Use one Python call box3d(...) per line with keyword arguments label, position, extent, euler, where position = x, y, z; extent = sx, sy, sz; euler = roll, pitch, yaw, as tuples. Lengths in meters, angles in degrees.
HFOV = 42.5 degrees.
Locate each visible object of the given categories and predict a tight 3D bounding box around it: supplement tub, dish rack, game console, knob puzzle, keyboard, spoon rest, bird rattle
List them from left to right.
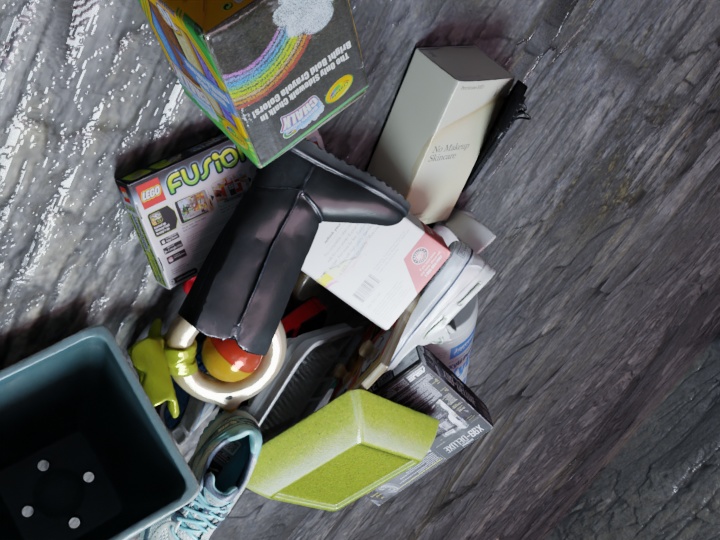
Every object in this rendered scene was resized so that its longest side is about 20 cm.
box3d(label="bird rattle", position=(-0.153, 0.066, 0.989), extent=(0.163, 0.113, 0.200), euler=(40, 88, -29))
box3d(label="game console", position=(-0.122, 0.132, 1.151), extent=(0.177, 0.031, 0.200), euler=(-30, 152, -57))
box3d(label="dish rack", position=(-0.080, 0.135, 1.143), extent=(0.172, 0.044, 0.200), euler=(-57, 166, 14))
box3d(label="knob puzzle", position=(0.011, 0.082, 1.116), extent=(0.220, 0.030, 0.220), euler=(-57, -174, 9))
box3d(label="supplement tub", position=(0.095, 0.095, 1.317), extent=(0.132, 0.132, 0.200), euler=(-31, 149, -21))
box3d(label="spoon rest", position=(0.120, -0.046, 1.194), extent=(0.099, 0.061, 0.200), euler=(-42, -177, -7))
box3d(label="keyboard", position=(0.169, -0.158, 1.088), extent=(0.200, 0.040, 0.104), euler=(118, -4, -76))

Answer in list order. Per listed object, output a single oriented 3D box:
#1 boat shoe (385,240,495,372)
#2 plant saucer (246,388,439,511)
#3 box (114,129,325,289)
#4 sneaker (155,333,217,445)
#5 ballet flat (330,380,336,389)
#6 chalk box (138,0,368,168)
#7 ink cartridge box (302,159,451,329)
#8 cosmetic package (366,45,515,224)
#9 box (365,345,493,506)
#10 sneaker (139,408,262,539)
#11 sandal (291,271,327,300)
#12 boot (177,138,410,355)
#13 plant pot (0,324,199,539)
box3d(label="boat shoe", position=(0.085, 0.059, 1.105), extent=(0.200, 0.067, 0.074), euler=(-54, -173, 27))
box3d(label="plant saucer", position=(-0.023, 0.227, 1.100), extent=(0.200, 0.048, 0.200), euler=(-34, 145, 19))
box3d(label="box", position=(-0.121, -0.076, 0.888), extent=(0.200, 0.035, 0.110), euler=(-28, 117, -24))
box3d(label="sneaker", position=(-0.177, 0.111, 1.087), extent=(0.200, 0.075, 0.087), euler=(-56, 168, 19))
box3d(label="ballet flat", position=(0.022, 0.138, 1.247), extent=(0.067, 0.200, 0.070), euler=(-67, 165, -53))
box3d(label="chalk box", position=(-0.083, -0.183, 0.761), extent=(0.125, 0.124, 0.200), euler=(-38, 151, -13))
box3d(label="ink cartridge box", position=(-0.016, -0.042, 1.012), extent=(0.116, 0.200, 0.068), euler=(-51, -166, 11))
box3d(label="cosmetic package", position=(0.083, -0.149, 1.053), extent=(0.103, 0.073, 0.200), euler=(-15, 141, -41))
box3d(label="box", position=(0.047, 0.202, 1.204), extent=(0.200, 0.050, 0.158), euler=(-38, 120, 15))
box3d(label="sneaker", position=(-0.171, 0.241, 0.990), extent=(0.200, 0.078, 0.086), euler=(-62, -163, -10))
box3d(label="sandal", position=(0.000, 0.000, 1.157), extent=(0.200, 0.055, 0.082), euler=(-11, 137, -44))
box3d(label="boot", position=(-0.058, -0.010, 0.880), extent=(0.165, 0.066, 0.200), euler=(26, 82, -23))
box3d(label="plant pot", position=(-0.301, 0.207, 0.925), extent=(0.196, 0.196, 0.200), euler=(-28, 167, -25))
